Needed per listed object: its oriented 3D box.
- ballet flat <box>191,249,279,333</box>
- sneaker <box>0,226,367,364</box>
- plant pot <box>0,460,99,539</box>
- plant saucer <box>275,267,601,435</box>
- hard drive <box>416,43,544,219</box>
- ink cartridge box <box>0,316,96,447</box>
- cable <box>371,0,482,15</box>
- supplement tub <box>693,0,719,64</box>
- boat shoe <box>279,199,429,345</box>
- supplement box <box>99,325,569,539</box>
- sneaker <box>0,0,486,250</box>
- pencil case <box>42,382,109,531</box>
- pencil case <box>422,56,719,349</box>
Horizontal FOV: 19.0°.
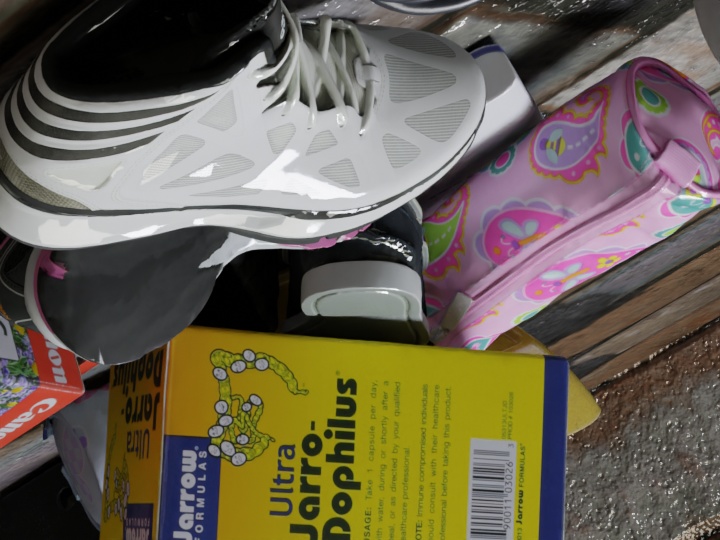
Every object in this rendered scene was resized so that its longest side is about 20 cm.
[{"bbox_3d":[-0.081,0.002,0.972,0.066,0.057,0.200,-27,169,19],"label":"ballet flat"},{"bbox_3d":[-0.067,-0.036,0.828,0.086,0.081,0.200,7,-153,45],"label":"sneaker"},{"bbox_3d":[-0.136,0.198,1.480,0.199,0.201,0.177,-31,156,22],"label":"plant pot"},{"bbox_3d":[-0.001,0.049,1.181,0.199,0.200,0.049,-22,129,-32],"label":"plant saucer"},{"bbox_3d":[0.028,-0.054,1.074,0.132,0.025,0.200,-29,170,7],"label":"hard drive"},{"bbox_3d":[-0.175,0.050,0.865,0.109,0.051,0.200,-32,154,27],"label":"ink cartridge box"},{"bbox_3d":[0.062,-0.140,0.699,0.163,0.051,0.200,-24,174,4],"label":"cable"},{"bbox_3d":[0.238,-0.133,0.932,0.132,0.132,0.200,-34,169,33],"label":"supplement tub"},{"bbox_3d":[0.000,0.000,1.012,0.075,0.061,0.200,2,168,-7],"label":"boat shoe"},{"bbox_3d":[-0.013,0.090,1.023,0.199,0.110,0.109,5,172,-20],"label":"supplement box"},{"bbox_3d":[-0.024,-0.061,0.726,0.200,0.076,0.115,-12,164,-30],"label":"sneaker"},{"bbox_3d":[-0.086,0.083,1.288,0.199,0.083,0.091,-25,156,-17],"label":"pencil case"},{"bbox_3d":[0.092,-0.024,1.070,0.200,0.088,0.087,-35,167,36],"label":"pencil case"}]
